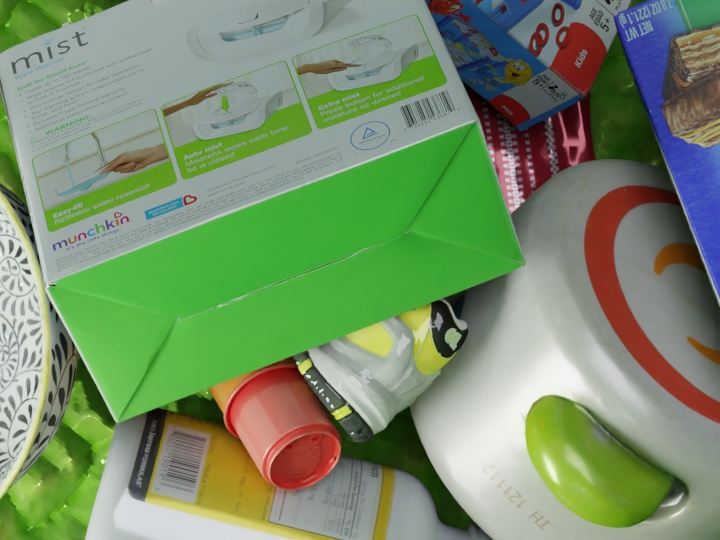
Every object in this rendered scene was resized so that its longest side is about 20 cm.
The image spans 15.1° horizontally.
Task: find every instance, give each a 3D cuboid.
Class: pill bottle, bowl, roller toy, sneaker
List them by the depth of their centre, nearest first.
[{"bbox_3d":[-0.200,0.031,1.285,0.200,0.094,0.201,2,93,31],"label":"bowl"},{"bbox_3d":[-0.031,0.140,1.288,0.199,0.112,0.112,15,74,-4],"label":"pill bottle"},{"bbox_3d":[0.000,0.000,1.290,0.076,0.075,0.200,-32,40,7],"label":"sneaker"},{"bbox_3d":[0.122,0.054,1.293,0.200,0.140,0.183,4,54,-40],"label":"roller toy"}]

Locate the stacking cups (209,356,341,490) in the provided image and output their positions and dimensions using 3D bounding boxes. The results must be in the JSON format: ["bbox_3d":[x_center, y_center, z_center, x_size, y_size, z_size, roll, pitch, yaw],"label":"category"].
[{"bbox_3d":[-0.065,0.026,1.295,0.060,0.061,0.200,-21,51,-12],"label":"stacking cups"}]

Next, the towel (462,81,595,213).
[{"bbox_3d":[0.026,-0.061,1.394,0.199,0.022,0.145,-6,79,-7],"label":"towel"}]

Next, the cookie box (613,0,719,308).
[{"bbox_3d":[0.226,-0.052,1.225,0.171,0.075,0.200,-22,60,8],"label":"cookie box"}]

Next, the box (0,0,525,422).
[{"bbox_3d":[-0.050,-0.053,1.234,0.200,0.097,0.177,-22,41,0],"label":"box"}]

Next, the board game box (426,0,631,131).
[{"bbox_3d":[0.062,-0.210,1.363,0.196,0.056,0.200,38,58,-20],"label":"board game box"}]
